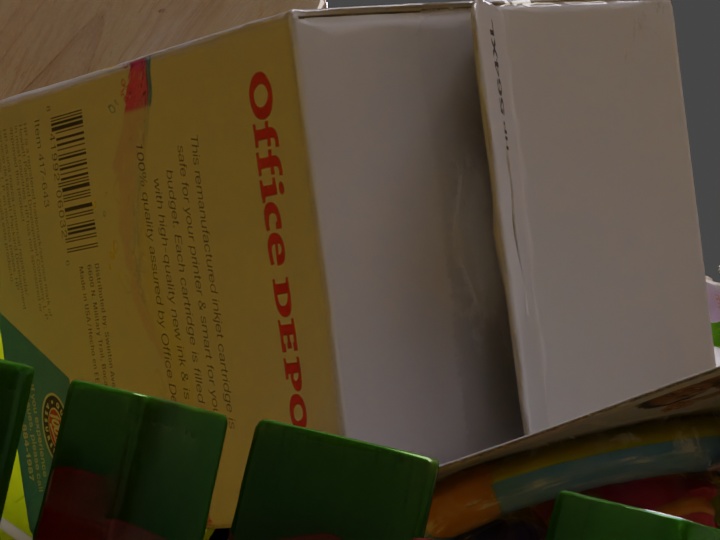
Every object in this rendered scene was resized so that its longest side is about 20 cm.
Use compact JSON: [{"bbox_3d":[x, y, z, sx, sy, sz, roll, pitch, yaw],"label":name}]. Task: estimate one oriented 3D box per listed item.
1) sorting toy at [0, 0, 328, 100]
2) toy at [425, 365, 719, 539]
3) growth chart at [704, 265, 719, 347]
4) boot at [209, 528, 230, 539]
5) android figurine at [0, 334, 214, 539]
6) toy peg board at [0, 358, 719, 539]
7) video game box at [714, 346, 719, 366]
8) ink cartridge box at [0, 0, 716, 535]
[{"bbox_3d":[-0.131,-0.022,1.098,0.199,0.200,0.070,8,-41,24],"label":"sorting toy"},{"bbox_3d":[0.073,0.058,0.687,0.200,0.047,0.115,-25,-21,27],"label":"toy"},{"bbox_3d":[0.099,0.037,1.154,0.200,0.018,0.145,13,-37,29],"label":"growth chart"},{"bbox_3d":[-0.019,0.070,1.068,0.069,0.200,0.174,-16,-25,28],"label":"boot"},{"bbox_3d":[-0.119,0.072,0.888,0.182,0.041,0.200,33,22,6],"label":"android figurine"},{"bbox_3d":[-0.054,0.061,0.429,0.200,0.098,0.199,11,-5,29],"label":"toy peg board"},{"bbox_3d":[0.155,0.119,1.035,0.200,0.182,0.047,16,40,-12],"label":"video game box"},{"bbox_3d":[0.000,0.000,0.807,0.125,0.129,0.200,-7,0,-35],"label":"ink cartridge box"}]
